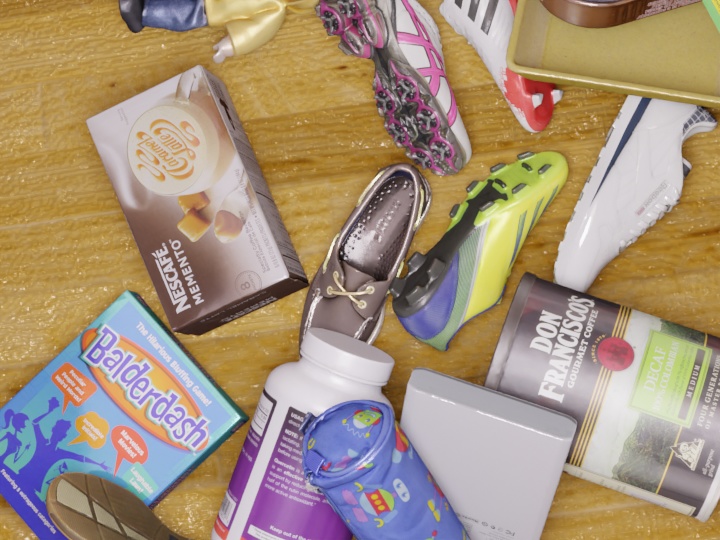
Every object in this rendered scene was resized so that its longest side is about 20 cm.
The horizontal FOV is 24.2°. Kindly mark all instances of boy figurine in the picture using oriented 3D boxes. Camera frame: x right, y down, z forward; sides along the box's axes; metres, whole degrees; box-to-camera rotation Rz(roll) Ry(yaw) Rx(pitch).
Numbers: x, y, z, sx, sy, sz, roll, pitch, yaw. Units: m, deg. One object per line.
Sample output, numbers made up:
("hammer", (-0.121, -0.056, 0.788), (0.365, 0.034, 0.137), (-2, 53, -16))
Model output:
("boy figurine", (-0.109, -0.243, 1.471), (0.199, 0.064, 0.125), (0, 80, 9))

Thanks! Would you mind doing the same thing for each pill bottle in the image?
("pill bottle", (-0.041, 0.154, 1.378), (0.112, 0.112, 0.201), (22, 98, 9))

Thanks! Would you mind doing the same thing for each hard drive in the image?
("hard drive", (0.090, 0.166, 1.345), (0.131, 0.200, 0.026), (18, 48, 8))

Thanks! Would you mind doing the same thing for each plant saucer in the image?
("plant saucer", (0.233, -0.218, 1.408), (0.199, 0.049, 0.201), (10, 60, 7))

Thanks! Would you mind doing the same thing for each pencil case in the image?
("pencil case", (0.024, 0.188, 1.314), (0.087, 0.078, 0.200), (-36, 125, -5))

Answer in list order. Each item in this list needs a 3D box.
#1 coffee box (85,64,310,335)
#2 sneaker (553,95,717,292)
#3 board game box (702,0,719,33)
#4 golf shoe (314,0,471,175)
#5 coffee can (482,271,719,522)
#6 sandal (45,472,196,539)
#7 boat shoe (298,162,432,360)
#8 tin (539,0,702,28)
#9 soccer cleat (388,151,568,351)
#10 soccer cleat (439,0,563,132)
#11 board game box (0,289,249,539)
("coffee box", (-0.139, -0.057, 1.441), (0.114, 0.080, 0.201), (-24, 80, 8))
("sneaker", (0.225, -0.061, 1.408), (0.080, 0.076, 0.201), (27, 88, 3))
("board game box", (0.368, -0.155, 1.364), (0.134, 0.029, 0.201), (-31, 92, -42))
("golf shoe", (0.047, -0.179, 1.439), (0.092, 0.073, 0.200), (-35, 99, -35))
("coffee can", (0.204, 0.101, 1.354), (0.199, 0.146, 0.147), (18, 86, 8))
("sandal", (-0.181, 0.240, 1.397), (0.200, 0.080, 0.054), (34, 117, -22))
("boat shoe", (0.000, 0.000, 1.432), (0.072, 0.060, 0.201), (27, 87, 9))
("tin", (0.234, -0.264, 1.386), (0.199, 0.042, 0.112), (-17, 64, -8))
("soccer cleat", (0.109, -0.018, 1.430), (0.200, 0.065, 0.084), (-47, 120, -9))
("soccer cleat", (0.113, -0.212, 1.444), (0.085, 0.069, 0.201), (-14, 96, 37))
("board game box", (-0.220, 0.140, 1.450), (0.200, 0.045, 0.152), (-44, 81, 0))
